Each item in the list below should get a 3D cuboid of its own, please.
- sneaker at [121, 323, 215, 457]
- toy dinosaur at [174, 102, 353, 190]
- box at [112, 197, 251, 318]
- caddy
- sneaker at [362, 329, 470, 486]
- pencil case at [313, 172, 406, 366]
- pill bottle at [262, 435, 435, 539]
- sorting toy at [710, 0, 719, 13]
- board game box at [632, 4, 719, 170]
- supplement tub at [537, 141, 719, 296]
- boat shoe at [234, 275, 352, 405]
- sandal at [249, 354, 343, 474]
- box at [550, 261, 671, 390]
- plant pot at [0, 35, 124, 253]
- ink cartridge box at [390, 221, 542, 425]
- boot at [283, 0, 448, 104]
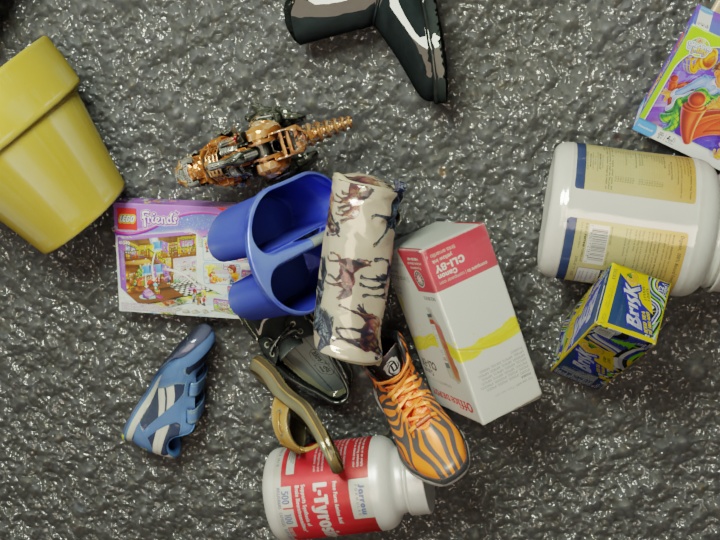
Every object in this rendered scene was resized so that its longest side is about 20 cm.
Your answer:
[{"bbox_3d":[-0.226,0.154,1.144,0.082,0.074,0.201,34,114,-1],"label":"sneaker"},{"bbox_3d":[-0.106,-0.131,1.017,0.196,0.136,0.104,6,104,9],"label":"toy dinosaur"},{"bbox_3d":[-0.204,-0.015,1.114,0.196,0.039,0.140,3,105,10],"label":"box"},{"bbox_3d":[-0.074,-0.028,1.008,0.104,0.199,0.144,-13,102,35],"label":"caddy"},{"bbox_3d":[0.048,0.146,1.014,0.077,0.200,0.113,-32,132,-7],"label":"sneaker"},{"bbox_3d":[0.000,0.000,0.964,0.088,0.078,0.204,5,96,-25],"label":"pencil case"},{"bbox_3d":[-0.012,0.264,1.107,0.196,0.112,0.115,-10,102,13],"label":"pill bottle"},{"bbox_3d":[0.465,-0.265,0.933,0.183,0.036,0.202,29,102,2],"label":"sorting toy"},{"bbox_3d":[0.400,-0.165,0.924,0.197,0.045,0.136,26,138,7],"label":"board game box"},{"bbox_3d":[0.294,-0.052,0.956,0.196,0.144,0.147,9,105,8],"label":"supplement tub"},{"bbox_3d":[-0.079,0.089,1.075,0.074,0.066,0.200,-35,110,5],"label":"boat shoe"},{"bbox_3d":[-0.084,0.178,1.076,0.054,0.081,0.200,-39,51,-12],"label":"sandal"},{"bbox_3d":[0.261,0.064,0.961,0.063,0.200,0.071,19,71,5],"label":"box"},{"bbox_3d":[-0.381,-0.133,1.048,0.199,0.202,0.190,-32,111,16],"label":"plant pot"},{"bbox_3d":[0.109,0.055,1.007,0.082,0.145,0.203,-23,99,-15],"label":"ink cartridge box"},{"bbox_3d":[0.005,-0.269,0.992,0.165,0.076,0.204,-11,94,9],"label":"boot"}]
